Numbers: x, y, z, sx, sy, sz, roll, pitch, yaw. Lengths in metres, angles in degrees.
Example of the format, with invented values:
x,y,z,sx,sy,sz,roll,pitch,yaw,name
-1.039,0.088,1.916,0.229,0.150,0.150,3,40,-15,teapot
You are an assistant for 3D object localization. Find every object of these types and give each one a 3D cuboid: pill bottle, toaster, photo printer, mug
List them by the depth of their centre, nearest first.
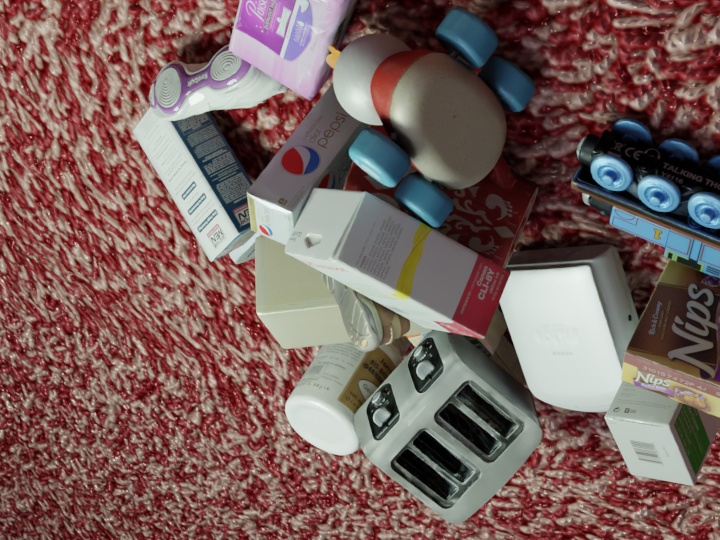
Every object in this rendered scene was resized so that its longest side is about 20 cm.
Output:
x,y,z,sx,sy,sz,roll,pitch,yaw,name
0.092,-0.093,1.670,0.198,0.134,0.178,25,157,8,mug
0.252,0.073,1.748,0.165,0.069,0.202,-3,113,46,photo printer
0.115,0.197,1.863,0.200,0.119,0.181,39,104,-15,toaster
-0.007,0.136,1.989,0.113,0.201,0.115,22,146,16,pill bottle

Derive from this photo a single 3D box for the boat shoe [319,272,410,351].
x,y,z,sx,sy,sz,roll,pitch,yaw,name
0.000,0.000,1.733,0.202,0.071,0.076,69,154,21,boat shoe

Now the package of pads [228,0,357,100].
x,y,z,sx,sy,sz,roll,pitch,yaw,name
-0.070,-0.287,1.612,0.120,0.076,0.200,30,147,4,package of pads

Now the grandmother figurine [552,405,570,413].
x,y,z,sx,sy,sz,roll,pitch,yaw,name
0.297,0.127,1.846,0.121,0.061,0.200,31,151,-12,grandmother figurine

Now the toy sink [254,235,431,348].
x,y,z,sx,sy,sz,roll,pitch,yaw,name
-0.019,0.014,1.834,0.198,0.113,0.131,-7,158,11,toy sink

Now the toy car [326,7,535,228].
x,y,z,sx,sy,sz,roll,pitch,yaw,name
0.043,-0.183,1.565,0.199,0.185,0.177,34,176,42,toy car

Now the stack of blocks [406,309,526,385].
x,y,z,sx,sy,sz,roll,pitch,yaw,name
0.135,0.087,1.932,0.115,0.059,0.200,-14,124,49,stack of blocks

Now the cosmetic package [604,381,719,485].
x,y,z,sx,sy,sz,roll,pitch,yaw,name
0.356,0.124,1.655,0.084,0.201,0.108,5,141,38,cosmetic package

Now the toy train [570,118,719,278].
x,y,z,sx,sy,sz,roll,pitch,yaw,name
0.313,-0.076,1.536,0.198,0.087,0.115,23,143,17,toy train

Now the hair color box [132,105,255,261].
x,y,z,sx,sy,sz,roll,pitch,yaw,name
-0.202,-0.124,1.890,0.201,0.060,0.100,59,147,4,hair color box

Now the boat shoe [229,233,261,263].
x,y,z,sx,sy,sz,roll,pitch,yaw,name
-0.133,-0.081,1.938,0.071,0.072,0.200,56,136,8,boat shoe

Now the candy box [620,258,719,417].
x,y,z,sx,sy,sz,roll,pitch,yaw,name
0.361,0.045,1.549,0.116,0.201,0.057,21,145,19,candy box

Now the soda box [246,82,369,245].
x,y,z,sx,sy,sz,roll,pitch,yaw,name
-0.051,-0.122,1.692,0.063,0.201,0.068,22,146,19,soda box

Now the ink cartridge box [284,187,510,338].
x,y,z,sx,sy,sz,roll,pitch,yaw,name
0.038,-0.009,1.600,0.199,0.084,0.145,27,173,-24,ink cartridge box

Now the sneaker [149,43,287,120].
x,y,z,sx,sy,sz,roll,pitch,yaw,name
-0.172,-0.212,1.780,0.199,0.076,0.099,-7,163,41,sneaker
